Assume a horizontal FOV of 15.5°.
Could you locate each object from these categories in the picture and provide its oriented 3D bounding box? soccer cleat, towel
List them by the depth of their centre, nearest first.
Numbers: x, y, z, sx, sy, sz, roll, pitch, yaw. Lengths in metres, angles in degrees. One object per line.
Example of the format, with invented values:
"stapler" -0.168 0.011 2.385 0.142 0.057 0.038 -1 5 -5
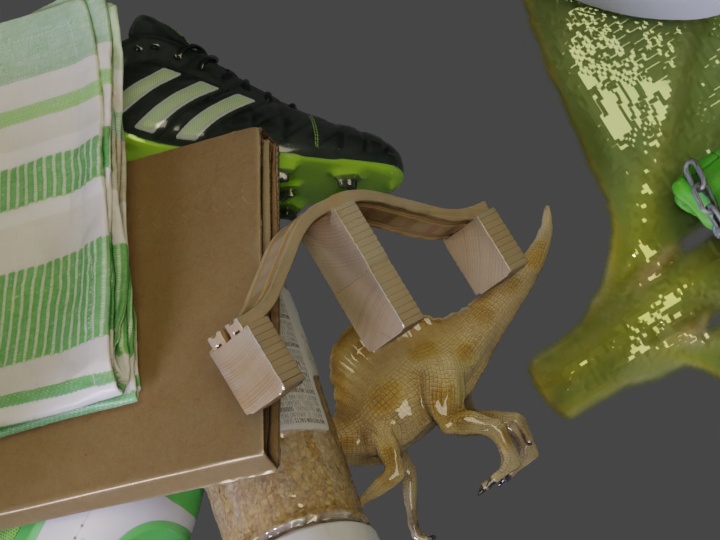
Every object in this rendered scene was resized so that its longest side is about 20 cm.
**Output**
"towel" -0.169 -0.019 1.178 0.152 0.023 0.201 -16 63 21
"soccer cleat" -0.076 -0.074 1.234 0.198 0.068 0.082 8 70 0

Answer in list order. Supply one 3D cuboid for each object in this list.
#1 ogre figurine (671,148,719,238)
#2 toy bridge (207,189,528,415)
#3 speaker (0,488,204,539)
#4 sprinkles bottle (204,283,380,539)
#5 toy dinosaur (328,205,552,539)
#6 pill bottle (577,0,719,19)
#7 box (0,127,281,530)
"ogre figurine" 0.260 -0.033 1.229 0.199 0.098 0.120 -11 62 -20
"toy bridge" 0.000 0.000 1.151 0.200 0.027 0.067 -26 82 -51
"speaker" -0.149 0.164 1.174 0.088 0.088 0.201 29 79 3
"sprinkles bottle" -0.047 0.064 1.178 0.068 0.068 0.201 -17 63 -5
"toy dinosaur" 0.037 0.056 1.217 0.200 0.058 0.101 -38 82 -8
"pill bottle" 0.146 -0.228 1.243 0.113 0.114 0.201 11 79 -1
"box" -0.128 0.032 1.167 0.199 0.021 0.164 -14 59 20
